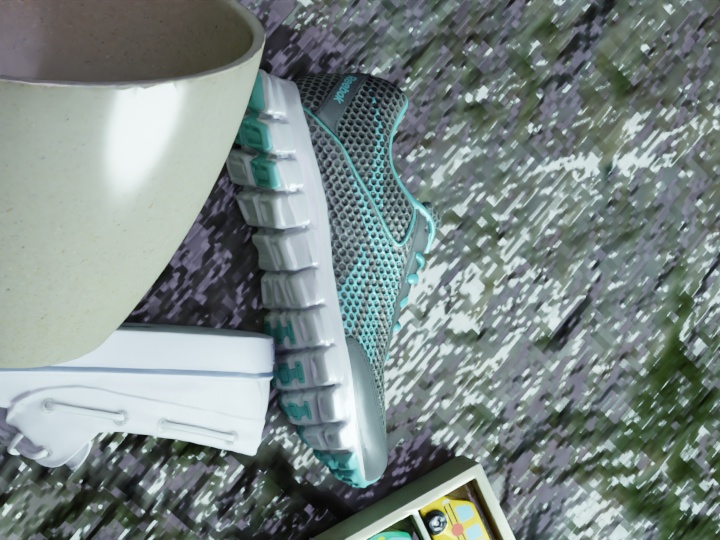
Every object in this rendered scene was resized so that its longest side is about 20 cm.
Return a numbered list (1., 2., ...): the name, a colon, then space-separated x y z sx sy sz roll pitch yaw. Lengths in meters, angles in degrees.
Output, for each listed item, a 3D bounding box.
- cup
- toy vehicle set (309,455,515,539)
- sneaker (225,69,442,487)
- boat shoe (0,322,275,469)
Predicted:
1. cup: -0.147 -0.045 0.961 0.199 0.200 0.144 1 114 -19
2. toy vehicle set: 0.041 0.207 1.126 0.124 0.026 0.201 -29 104 -14
3. sneaker: 0.000 0.000 1.067 0.091 0.078 0.201 -14 102 -21
4. boat shoe: -0.133 0.056 1.024 0.199 0.074 0.066 3 92 -18
